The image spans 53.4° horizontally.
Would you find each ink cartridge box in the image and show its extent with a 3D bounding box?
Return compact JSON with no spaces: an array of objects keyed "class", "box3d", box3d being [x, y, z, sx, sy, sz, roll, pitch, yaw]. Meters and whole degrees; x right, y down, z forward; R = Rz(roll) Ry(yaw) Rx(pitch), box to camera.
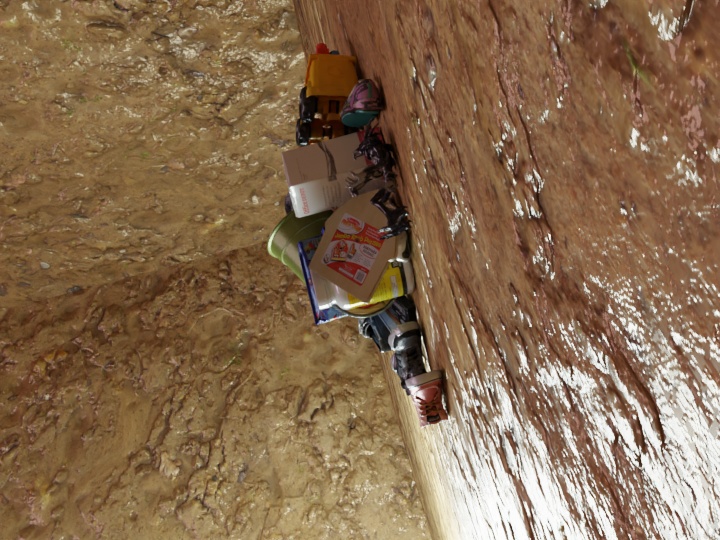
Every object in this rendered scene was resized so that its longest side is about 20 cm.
[{"class":"ink cartridge box","box3d":[-0.047,-0.191,1.415,0.147,0.198,0.084,84,170,-70]}]

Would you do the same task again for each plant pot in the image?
[{"class":"plant pot","box3d":[-0.093,-0.032,1.724,0.191,0.199,0.200,53,168,22]}]

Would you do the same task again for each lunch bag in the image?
[{"class":"lunch bag","box3d":[-0.049,0.000,1.584,0.094,0.149,0.202,-26,81,70]}]

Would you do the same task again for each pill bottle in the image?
[{"class":"pill bottle","box3d":[0.002,0.014,1.452,0.112,0.198,0.114,165,90,-86]}]

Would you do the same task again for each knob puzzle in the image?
[{"class":"knob puzzle","box3d":[0.005,-0.059,1.365,0.030,0.219,0.221,23,-138,-48]}]

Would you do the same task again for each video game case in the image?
[{"class":"video game case","box3d":[0.070,0.093,1.657,0.200,0.025,0.182,45,155,43]}]

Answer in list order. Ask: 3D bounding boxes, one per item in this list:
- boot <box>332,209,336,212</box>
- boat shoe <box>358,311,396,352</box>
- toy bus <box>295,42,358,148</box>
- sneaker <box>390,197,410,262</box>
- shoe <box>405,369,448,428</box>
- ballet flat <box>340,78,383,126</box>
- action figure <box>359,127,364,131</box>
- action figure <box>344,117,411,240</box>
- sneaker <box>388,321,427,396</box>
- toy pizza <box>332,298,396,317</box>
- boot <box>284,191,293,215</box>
[{"class":"boot","box3d":[-0.039,-0.238,1.691,0.201,0.072,0.167,-68,-33,-44]},{"class":"boat shoe","box3d":[0.029,0.126,1.649,0.200,0.068,0.074,51,159,49]},{"class":"toy bus","box3d":[-0.071,-0.370,1.515,0.200,0.134,0.194,113,153,-61]},{"class":"sneaker","box3d":[0.046,-0.072,1.400,0.200,0.080,0.076,-112,10,-58]},{"class":"shoe","box3d":[0.136,0.253,1.398,0.200,0.071,0.092,67,-174,-73]},{"class":"ballet flat","box3d":[0.004,-0.309,1.305,0.200,0.068,0.072,-156,69,-81]},{"class":"action figure","box3d":[0.000,-0.242,1.621,0.130,0.069,0.202,166,86,-80]},{"class":"action figure","box3d":[0.022,-0.160,1.257,0.119,0.101,0.202,35,-142,-77]},{"class":"sneaker","box3d":[0.114,0.196,1.530,0.201,0.075,0.114,87,160,-56]},{"class":"toy pizza","box3d":[0.000,0.000,1.537,0.032,0.198,0.202,137,119,-69]},{"class":"boot","box3d":[-0.095,-0.227,1.771,0.065,0.200,0.165,37,131,7]}]
